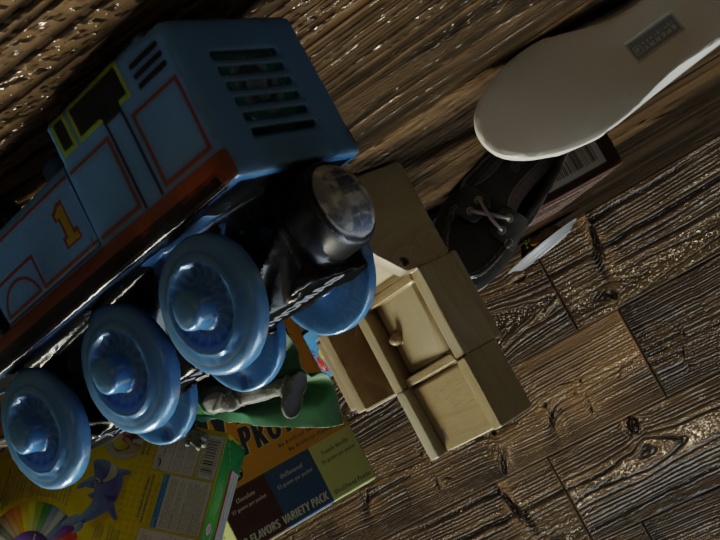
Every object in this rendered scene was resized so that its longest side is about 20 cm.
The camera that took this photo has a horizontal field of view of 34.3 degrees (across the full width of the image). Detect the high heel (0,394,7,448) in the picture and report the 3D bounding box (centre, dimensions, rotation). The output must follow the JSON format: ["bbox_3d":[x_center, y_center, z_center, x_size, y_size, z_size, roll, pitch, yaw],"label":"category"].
[{"bbox_3d":[-0.203,0.077,0.696,0.142,0.072,0.200,-35,-176,-9],"label":"high heel"}]

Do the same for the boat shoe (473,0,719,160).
[{"bbox_3d":[0.159,-0.132,0.742,0.199,0.072,0.069,-38,174,-2],"label":"boat shoe"}]

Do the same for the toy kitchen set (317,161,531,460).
[{"bbox_3d":[-0.025,0.065,0.837,0.180,0.201,0.163,-23,172,-43],"label":"toy kitchen set"}]

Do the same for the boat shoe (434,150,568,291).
[{"bbox_3d":[0.112,-0.065,0.908,0.200,0.067,0.057,-54,173,-36],"label":"boat shoe"}]

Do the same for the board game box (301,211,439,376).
[{"bbox_3d":[0.021,0.030,1.273,0.200,0.056,0.196,-42,-178,-30],"label":"board game box"}]

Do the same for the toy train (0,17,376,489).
[{"bbox_3d":[-0.079,-0.001,0.429,0.199,0.115,0.086,-34,169,36],"label":"toy train"}]

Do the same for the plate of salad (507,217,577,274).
[{"bbox_3d":[0.405,-0.062,2.640,0.200,0.048,0.200,-38,172,-6],"label":"plate of salad"}]

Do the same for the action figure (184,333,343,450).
[{"bbox_3d":[-0.116,0.077,0.782,0.199,0.119,0.055,-14,-155,44],"label":"action figure"}]

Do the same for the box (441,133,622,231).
[{"bbox_3d":[0.158,-0.082,1.116,0.100,0.075,0.200,-28,172,-17],"label":"box"}]

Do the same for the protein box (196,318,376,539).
[{"bbox_3d":[-0.112,0.140,1.065,0.134,0.201,0.199,-26,174,-21],"label":"protein box"}]

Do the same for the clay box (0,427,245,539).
[{"bbox_3d":[-0.195,0.163,0.856,0.198,0.116,0.048,8,159,18],"label":"clay box"}]
